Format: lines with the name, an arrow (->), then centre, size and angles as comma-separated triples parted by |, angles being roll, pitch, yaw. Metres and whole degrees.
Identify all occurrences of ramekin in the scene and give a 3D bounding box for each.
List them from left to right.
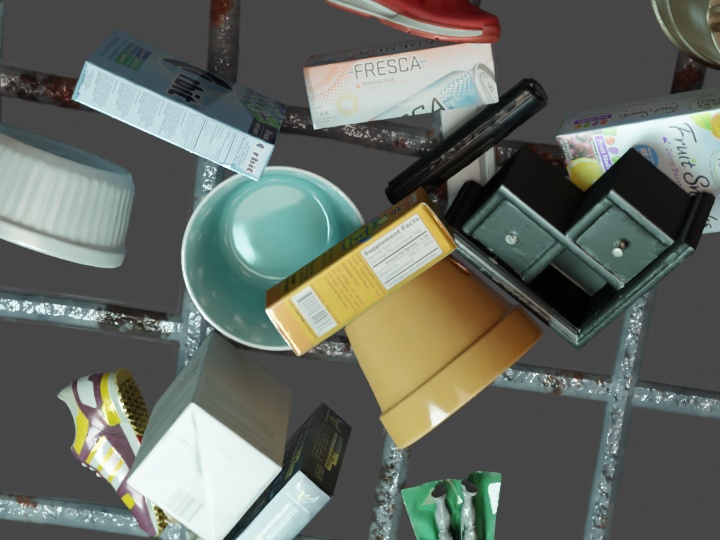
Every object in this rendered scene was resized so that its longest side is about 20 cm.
ramekin -> -0.324, -0.081, 1.564 | 0.200, 0.202, 0.095 | 20, 97, -5

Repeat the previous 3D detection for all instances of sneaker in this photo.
sneaker -> -0.277, 0.211, 1.730 | 0.089, 0.075, 0.203 | -13, 102, 15
sneaker -> 0.057, -0.297, 1.506 | 0.198, 0.078, 0.117 | 20, 106, 24

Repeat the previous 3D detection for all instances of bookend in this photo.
bookend -> 0.217, -0.054, 1.546 | 0.198, 0.092, 0.200 | 39, 135, -5

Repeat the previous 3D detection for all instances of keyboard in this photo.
keyboard -> 0.116, -0.138, 1.625 | 0.055, 0.011, 0.203 | -3, 109, 8

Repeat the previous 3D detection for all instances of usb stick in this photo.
usb stick -> 0.112, -0.132, 1.595 | 0.199, 0.055, 0.033 | -37, 73, 18

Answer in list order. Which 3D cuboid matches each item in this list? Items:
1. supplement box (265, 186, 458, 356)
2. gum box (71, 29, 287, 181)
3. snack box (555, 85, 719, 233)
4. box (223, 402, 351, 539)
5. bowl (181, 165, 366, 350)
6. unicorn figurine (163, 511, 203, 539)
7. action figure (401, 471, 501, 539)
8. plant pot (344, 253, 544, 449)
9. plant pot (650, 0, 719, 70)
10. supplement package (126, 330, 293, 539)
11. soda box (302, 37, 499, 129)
supplement box -> 0.000, 0.000, 1.539 | 0.199, 0.067, 0.069 | -32, 106, 8
gum box -> -0.177, -0.170, 1.537 | 0.198, 0.170, 0.045 | 24, 108, -6
snack box -> 0.315, -0.106, 1.554 | 0.198, 0.053, 0.143 | -7, 124, 30
box -> -0.085, 0.246, 1.662 | 0.051, 0.200, 0.158 | 39, 105, -6
bowl -> -0.088, -0.029, 1.613 | 0.198, 0.105, 0.204 | -1, 111, -3
unicorn figurine -> -0.135, 0.324, 1.741 | 0.073, 0.137, 0.201 | -34, 88, 15
action figure -> 0.117, 0.338, 1.768 | 0.116, 0.055, 0.203 | -7, 113, 1
plant pot -> 0.077, 0.073, 1.612 | 0.199, 0.200, 0.141 | -39, 88, 14
plant pot -> 0.391, -0.273, 1.470 | 0.197, 0.199, 0.203 | 1, 109, 2
supplement package -> -0.157, 0.177, 1.640 | 0.121, 0.200, 0.120 | 37, 106, -10
soda box -> 0.043, -0.198, 1.571 | 0.197, 0.064, 0.069 | -8, 108, 9
